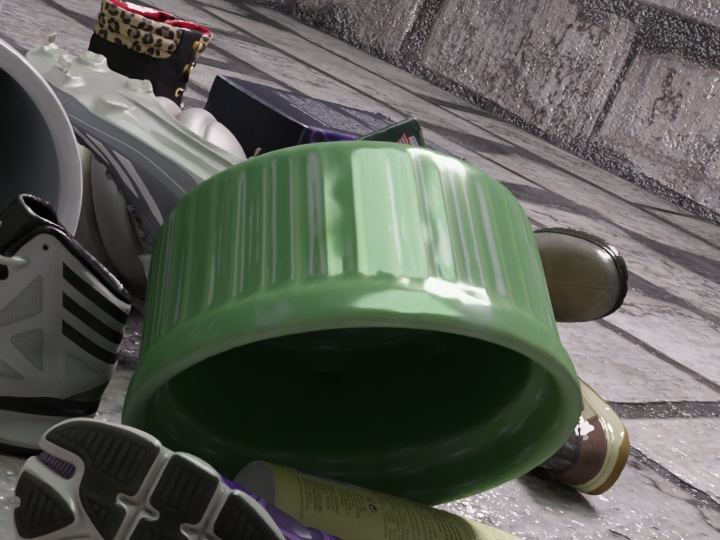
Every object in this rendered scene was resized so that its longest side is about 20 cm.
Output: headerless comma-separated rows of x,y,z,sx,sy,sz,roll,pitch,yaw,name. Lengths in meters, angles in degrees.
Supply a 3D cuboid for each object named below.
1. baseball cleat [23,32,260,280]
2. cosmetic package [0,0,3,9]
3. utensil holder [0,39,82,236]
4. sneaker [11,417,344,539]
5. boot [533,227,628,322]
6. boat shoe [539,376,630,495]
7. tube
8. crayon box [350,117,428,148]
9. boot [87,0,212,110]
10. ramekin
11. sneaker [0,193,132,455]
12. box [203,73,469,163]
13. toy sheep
-0.124,-0.048,0.773,0.200,0.107,0.070,33,27,16,baseball cleat
-0.298,-0.149,0.869,0.101,0.200,0.074,14,16,-33,cosmetic package
-0.252,-0.069,0.713,0.170,0.170,0.200,15,13,-29,utensil holder
-0.043,0.125,0.530,0.200,0.081,0.083,30,-1,-5,sneaker
0.070,0.014,0.928,0.200,0.068,0.131,9,21,39,boot
0.105,0.075,0.914,0.065,0.073,0.200,26,9,-35,boat shoe
0.031,0.135,0.634,0.200,0.052,0.058,18,53,-31,tube
0.000,0.000,0.824,0.051,0.127,0.200,-24,-3,-24,crayon box
-0.160,-0.135,1.145,0.200,0.151,0.073,14,15,-30,boot
-0.006,0.030,0.610,0.200,0.200,0.098,15,54,-28,ramekin
-0.195,0.010,0.597,0.200,0.116,0.076,13,16,-35,sneaker
-0.035,-0.047,1.018,0.104,0.148,0.200,33,18,37,box
-0.143,-0.052,0.889,0.199,0.138,0.138,-2,11,7,toy sheep
